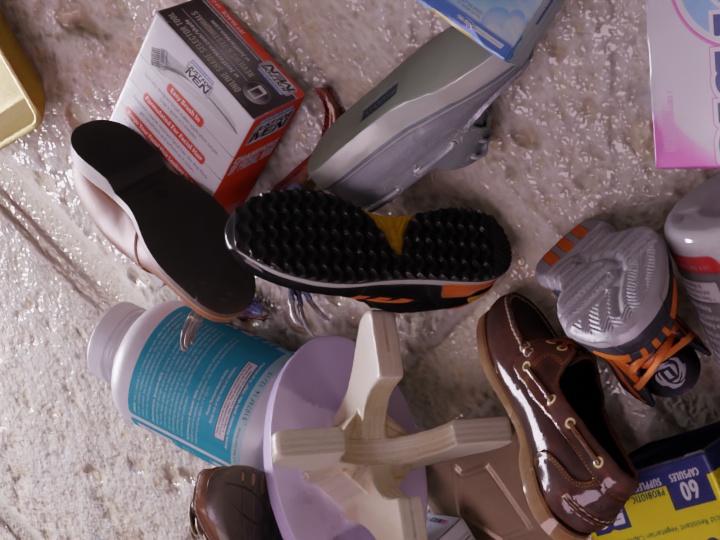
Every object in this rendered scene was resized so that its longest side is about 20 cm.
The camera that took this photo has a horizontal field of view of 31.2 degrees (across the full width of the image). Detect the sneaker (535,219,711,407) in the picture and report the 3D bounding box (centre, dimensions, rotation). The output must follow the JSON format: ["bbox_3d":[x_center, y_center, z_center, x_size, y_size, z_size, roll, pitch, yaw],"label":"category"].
[{"bbox_3d":[0.175,0.034,0.784,0.077,0.200,0.112,-40,99,9],"label":"sneaker"}]

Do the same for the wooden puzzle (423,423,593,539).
[{"bbox_3d":[0.149,0.195,0.983,0.199,0.046,0.186,-29,98,48],"label":"wooden puzzle"}]

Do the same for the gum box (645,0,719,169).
[{"bbox_3d":[0.212,-0.147,0.671,0.112,0.066,0.203,2,104,35],"label":"gum box"}]

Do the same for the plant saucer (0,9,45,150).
[{"bbox_3d":[-0.360,-0.190,1.102,0.198,0.048,0.202,-19,105,42],"label":"plant saucer"}]

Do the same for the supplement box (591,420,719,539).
[{"bbox_3d":[0.243,0.207,0.839,0.108,0.109,0.202,-28,82,42],"label":"supplement box"}]

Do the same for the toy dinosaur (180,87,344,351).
[{"bbox_3d":[-0.062,-0.020,1.001,0.104,0.203,0.181,22,168,-28],"label":"toy dinosaur"}]

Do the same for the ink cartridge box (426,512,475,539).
[{"bbox_3d":[0.074,0.288,1.078,0.198,0.043,0.199,59,157,-10],"label":"ink cartridge box"}]

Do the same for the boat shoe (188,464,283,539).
[{"bbox_3d":[-0.101,0.199,0.998,0.071,0.077,0.201,5,154,14],"label":"boat shoe"}]

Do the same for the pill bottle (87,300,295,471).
[{"bbox_3d":[-0.129,0.095,1.072,0.198,0.111,0.112,23,129,22],"label":"pill bottle"}]

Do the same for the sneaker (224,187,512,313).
[{"bbox_3d":[0.000,0.000,0.890,0.197,0.071,0.090,4,150,-14],"label":"sneaker"}]

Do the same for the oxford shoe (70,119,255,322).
[{"bbox_3d":[-0.144,-0.025,0.941,0.200,0.071,0.072,46,140,28],"label":"oxford shoe"}]

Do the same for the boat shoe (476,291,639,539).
[{"bbox_3d":[0.132,0.082,0.847,0.070,0.201,0.071,19,125,-30],"label":"boat shoe"}]

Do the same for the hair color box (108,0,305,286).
[{"bbox_3d":[-0.133,-0.095,0.982,0.111,0.064,0.201,47,136,11],"label":"hair color box"}]

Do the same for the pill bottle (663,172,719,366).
[{"bbox_3d":[0.264,0.040,0.750,0.113,0.114,0.202,-15,108,40],"label":"pill bottle"}]

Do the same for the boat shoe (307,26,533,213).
[{"bbox_3d":[0.050,-0.100,0.859,0.071,0.071,0.200,38,133,-24],"label":"boat shoe"}]

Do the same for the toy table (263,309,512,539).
[{"bbox_3d":[0.005,0.132,0.938,0.117,0.182,0.203,-43,63,58],"label":"toy table"}]

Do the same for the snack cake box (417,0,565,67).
[{"bbox_3d":[0.041,-0.223,0.748,0.199,0.067,0.116,37,105,11],"label":"snack cake box"}]
